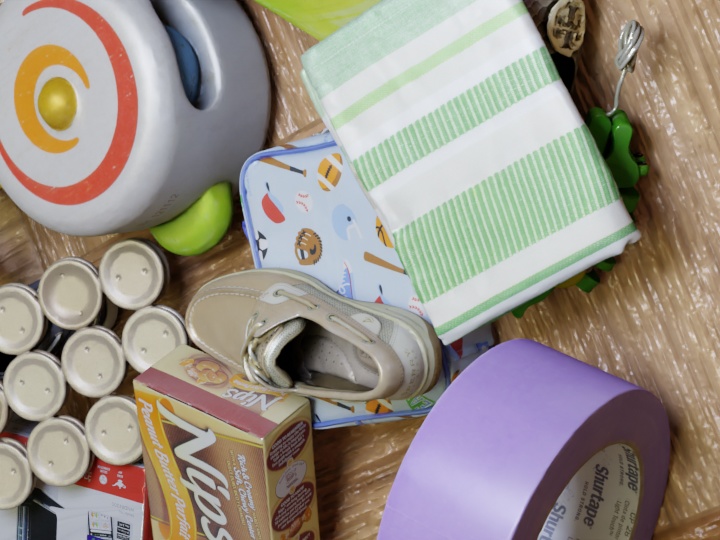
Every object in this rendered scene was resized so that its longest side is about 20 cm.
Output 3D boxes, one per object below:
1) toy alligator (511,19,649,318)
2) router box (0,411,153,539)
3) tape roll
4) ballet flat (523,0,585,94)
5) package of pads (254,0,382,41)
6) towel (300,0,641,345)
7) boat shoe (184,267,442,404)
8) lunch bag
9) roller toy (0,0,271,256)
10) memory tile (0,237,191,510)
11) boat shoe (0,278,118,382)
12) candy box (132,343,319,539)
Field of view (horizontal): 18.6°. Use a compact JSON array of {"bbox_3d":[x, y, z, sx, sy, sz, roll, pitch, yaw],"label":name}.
[{"bbox_3d":[0.149,-0.053,1.337,0.054,0.059,0.201,18,112,-12],"label":"toy alligator"},{"bbox_3d":[-0.229,0.207,1.638,0.198,0.049,0.181,10,103,28],"label":"router box"},{"bbox_3d":[0.099,0.149,1.311,0.085,0.199,0.202,24,111,30],"label":"tape roll"},{"bbox_3d":[0.100,-0.081,1.343,0.046,0.067,0.202,33,108,46],"label":"ballet flat"},{"bbox_3d":[0.004,-0.206,1.330,0.154,0.199,0.069,-41,33,36],"label":"package of pads"},{"bbox_3d":[0.063,-0.075,1.317,0.152,0.023,0.201,-29,88,27],"label":"towel"},{"bbox_3d":[-0.044,0.044,1.393,0.199,0.065,0.073,13,108,37],"label":"boat shoe"},{"bbox_3d":[0.000,0.000,1.437,0.159,0.075,0.202,-9,93,39],"label":"lunch bag"},{"bbox_3d":[-0.168,-0.118,1.497,0.199,0.139,0.184,27,112,30],"label":"roller toy"},{"bbox_3d":[-0.208,0.073,1.562,0.199,0.017,0.155,-20,91,18],"label":"memory tile"},{"bbox_3d":[-0.268,0.050,1.643,0.199,0.063,0.073,-25,83,36],"label":"boat shoe"},{"bbox_3d":[-0.087,0.161,1.495,0.115,0.055,0.201,21,130,32],"label":"candy box"}]
